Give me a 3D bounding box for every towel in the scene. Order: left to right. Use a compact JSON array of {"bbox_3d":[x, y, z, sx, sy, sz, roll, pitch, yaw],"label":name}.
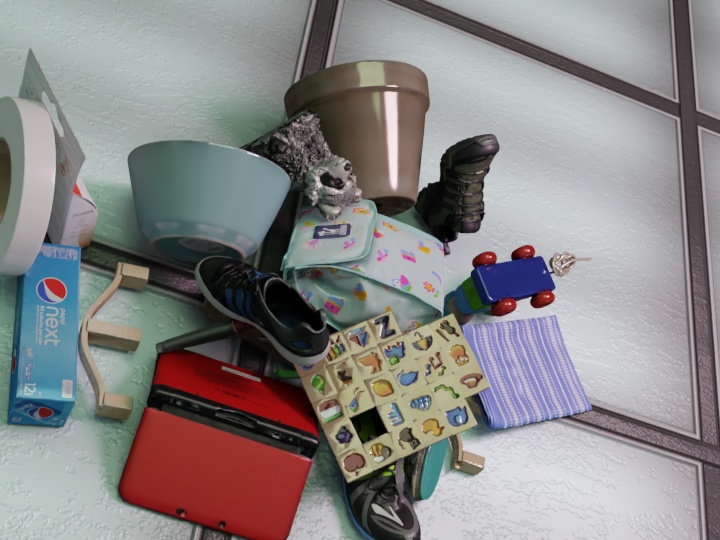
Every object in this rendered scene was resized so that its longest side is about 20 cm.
[{"bbox_3d":[0.215,0.130,1.528,0.200,0.024,0.145,-4,66,-39],"label":"towel"}]

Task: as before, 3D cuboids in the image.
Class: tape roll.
[{"bbox_3d":[-0.392,-0.094,1.295,0.037,0.203,0.203,5,56,-34],"label":"tape roll"}]

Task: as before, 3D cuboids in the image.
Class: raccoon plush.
[{"bbox_3d":[-0.079,-0.124,1.500,0.097,0.200,0.134,-38,104,-23],"label":"raccoon plush"}]

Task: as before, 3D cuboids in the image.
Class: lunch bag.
[{"bbox_3d":[0.000,0.000,1.454,0.200,0.122,0.170,27,30,-11],"label":"lunch bag"}]

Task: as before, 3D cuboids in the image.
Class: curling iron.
[{"bbox_3d":[-0.139,0.072,1.352,0.200,0.026,0.050,-8,54,-13],"label":"curling iron"}]

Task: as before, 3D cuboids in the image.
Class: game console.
[{"bbox_3d":[-0.160,0.197,1.331,0.200,0.119,0.172,20,21,-13],"label":"game console"}]

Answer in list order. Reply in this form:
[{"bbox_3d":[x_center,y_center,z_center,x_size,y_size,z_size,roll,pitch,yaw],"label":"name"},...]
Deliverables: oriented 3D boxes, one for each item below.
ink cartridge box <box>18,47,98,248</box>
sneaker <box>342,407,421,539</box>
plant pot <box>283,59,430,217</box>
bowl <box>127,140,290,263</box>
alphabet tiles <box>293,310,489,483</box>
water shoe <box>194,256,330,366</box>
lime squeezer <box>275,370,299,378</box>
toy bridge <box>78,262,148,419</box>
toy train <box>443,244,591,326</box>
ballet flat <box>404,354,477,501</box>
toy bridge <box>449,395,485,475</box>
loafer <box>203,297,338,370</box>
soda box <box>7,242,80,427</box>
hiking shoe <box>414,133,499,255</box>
[{"bbox_3d":[-0.350,-0.140,1.348,0.050,0.200,0.162,-17,67,-34],"label":"ink cartridge box"},{"bbox_3d":[0.018,0.231,1.351,0.071,0.083,0.200,-6,62,-29],"label":"sneaker"},{"bbox_3d":[0.006,-0.164,1.565,0.200,0.200,0.174,-3,77,-27],"label":"plant pot"},{"bbox_3d":[-0.191,-0.073,1.406,0.201,0.201,0.105,13,74,-18],"label":"bowl"},{"bbox_3d":[0.041,0.131,1.348,0.200,0.008,0.167,-22,72,-11],"label":"alphabet tiles"},{"bbox_3d":[-0.108,0.026,1.325,0.200,0.079,0.071,34,52,24],"label":"water shoe"},{"bbox_3d":[0.002,0.137,1.415,0.200,0.071,0.038,9,54,-21],"label":"lime squeezer"},{"bbox_3d":[-0.288,0.074,1.336,0.067,0.027,0.200,12,53,-18],"label":"toy bridge"},{"bbox_3d":[0.211,0.025,1.570,0.200,0.116,0.085,-9,71,-36],"label":"toy train"},{"bbox_3d":[0.084,0.185,1.424,0.072,0.072,0.200,25,70,-9],"label":"ballet flat"},{"bbox_3d":[0.135,0.167,1.487,0.067,0.027,0.200,21,52,-11],"label":"toy bridge"},{"bbox_3d":[-0.094,0.066,1.419,0.200,0.067,0.076,21,52,-11],"label":"loafer"},{"bbox_3d":[-0.352,0.069,1.292,0.064,0.068,0.200,8,55,-21],"label":"soda box"},{"bbox_3d":[0.146,-0.104,1.564,0.076,0.200,0.101,-16,68,-27],"label":"hiking shoe"}]
